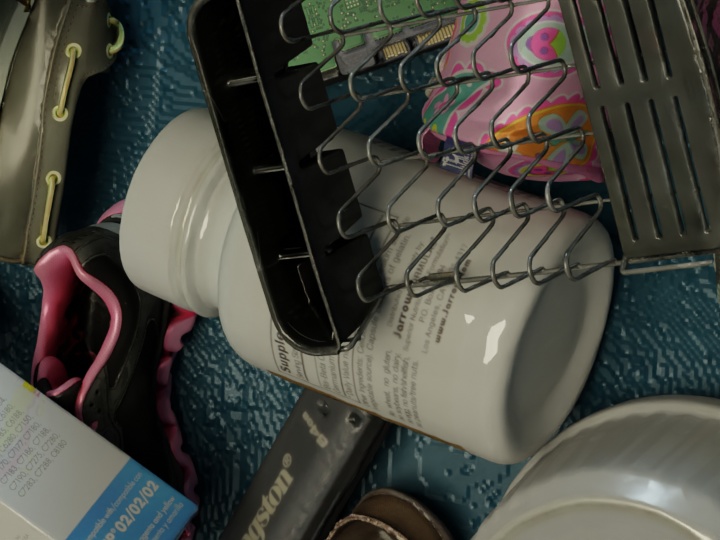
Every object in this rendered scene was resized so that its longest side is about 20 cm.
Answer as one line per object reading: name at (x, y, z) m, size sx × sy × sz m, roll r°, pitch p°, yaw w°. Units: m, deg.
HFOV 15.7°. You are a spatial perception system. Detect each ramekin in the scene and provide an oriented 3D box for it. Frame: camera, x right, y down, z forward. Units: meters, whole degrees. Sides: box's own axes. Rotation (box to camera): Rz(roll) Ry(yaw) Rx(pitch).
ramekin at (0.128, 0.158, 1.104) m, size 0.202 × 0.094 × 0.203 m, roll 7°, pitch 104°, yaw 29°

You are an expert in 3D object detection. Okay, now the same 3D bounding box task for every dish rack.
dish rack at (0.042, -0.054, 1.003) m, size 0.200 × 0.055 × 0.154 m, roll -7°, pitch 107°, yaw 34°

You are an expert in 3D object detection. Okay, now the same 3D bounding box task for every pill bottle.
pill bottle at (0.000, 0.000, 1.146) m, size 0.200 × 0.114 × 0.114 m, roll 21°, pitch 106°, yaw 25°

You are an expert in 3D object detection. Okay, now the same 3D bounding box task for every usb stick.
usb stick at (-0.041, 0.125, 1.227) m, size 0.200 × 0.033 × 0.055 m, roll -60°, pitch 35°, yaw 21°

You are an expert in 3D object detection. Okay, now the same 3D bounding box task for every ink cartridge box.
ink cartridge box at (-0.188, 0.098, 1.198) m, size 0.200 × 0.068 × 0.115 m, roll 36°, pitch 135°, yaw 1°

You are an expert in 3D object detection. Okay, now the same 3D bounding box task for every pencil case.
pencil case at (0.080, -0.135, 1.087) m, size 0.087 × 0.087 × 0.200 m, roll 15°, pitch 96°, yaw 26°

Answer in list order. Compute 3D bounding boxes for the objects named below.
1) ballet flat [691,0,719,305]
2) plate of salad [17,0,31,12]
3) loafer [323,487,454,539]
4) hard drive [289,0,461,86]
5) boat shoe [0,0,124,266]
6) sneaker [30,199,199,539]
ballet flat at (0.167, -0.032, 1.068) m, size 0.071 × 0.069 × 0.200 m, roll -133°, pitch 26°, yaw -54°
plate of salad at (-0.190, -0.158, 1.226) m, size 0.200 × 0.048 × 0.200 m, roll -33°, pitch 42°, yaw 35°
loafer at (-0.012, 0.196, 1.205) m, size 0.073 × 0.071 × 0.200 m, roll 26°, pitch 109°, yaw 23°
hard drive at (-0.014, -0.188, 1.171) m, size 0.140 × 0.038 × 0.200 m, roll -17°, pitch 88°, yaw 29°
boat shoe at (-0.148, -0.101, 1.243) m, size 0.060 × 0.072 × 0.202 m, roll 17°, pitch 94°, yaw -16°
sneaker at (-0.127, 0.068, 1.237) m, size 0.079 × 0.095 × 0.200 m, roll 6°, pitch 102°, yaw 26°
